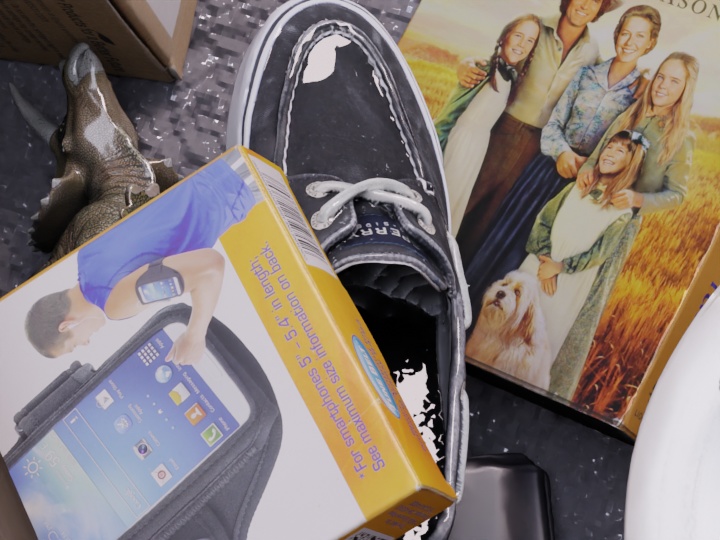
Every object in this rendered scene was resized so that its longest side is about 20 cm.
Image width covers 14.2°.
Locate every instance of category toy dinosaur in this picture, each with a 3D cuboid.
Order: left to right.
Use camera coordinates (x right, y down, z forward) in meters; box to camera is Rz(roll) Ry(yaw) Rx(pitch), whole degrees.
[{"bbox_3d":[-0.092,0.026,0.947,0.077,0.102,0.201,26,74,-26],"label":"toy dinosaur"}]

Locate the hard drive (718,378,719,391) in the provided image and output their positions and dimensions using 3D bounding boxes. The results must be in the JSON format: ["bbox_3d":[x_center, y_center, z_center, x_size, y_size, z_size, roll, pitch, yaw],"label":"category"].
[{"bbox_3d":[0.210,0.070,0.788,0.132,0.027,0.200,-37,75,-2],"label":"hard drive"}]

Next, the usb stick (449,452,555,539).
[{"bbox_3d":[0.043,0.157,0.932,0.055,0.033,0.201,-5,76,0],"label":"usb stick"}]

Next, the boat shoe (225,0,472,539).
[{"bbox_3d":[0.000,0.000,0.896,0.071,0.068,0.201,2,70,-13],"label":"boat shoe"}]

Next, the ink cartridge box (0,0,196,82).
[{"bbox_3d":[-0.148,-0.131,0.939,0.164,0.200,0.076,8,79,9],"label":"ink cartridge box"}]

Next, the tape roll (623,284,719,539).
[{"bbox_3d":[0.182,0.088,0.873,0.201,0.139,0.204,-2,77,7],"label":"tape roll"}]

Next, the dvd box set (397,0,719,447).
[{"bbox_3d":[0.077,-0.056,0.955,0.146,0.029,0.201,23,81,32],"label":"dvd box set"}]

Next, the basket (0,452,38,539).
[{"bbox_3d":[-0.186,0.023,0.801,0.180,0.136,0.201,-35,81,28],"label":"basket"}]

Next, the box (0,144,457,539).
[{"bbox_3d":[-0.085,0.066,0.855,0.199,0.041,0.119,-32,71,8],"label":"box"}]
